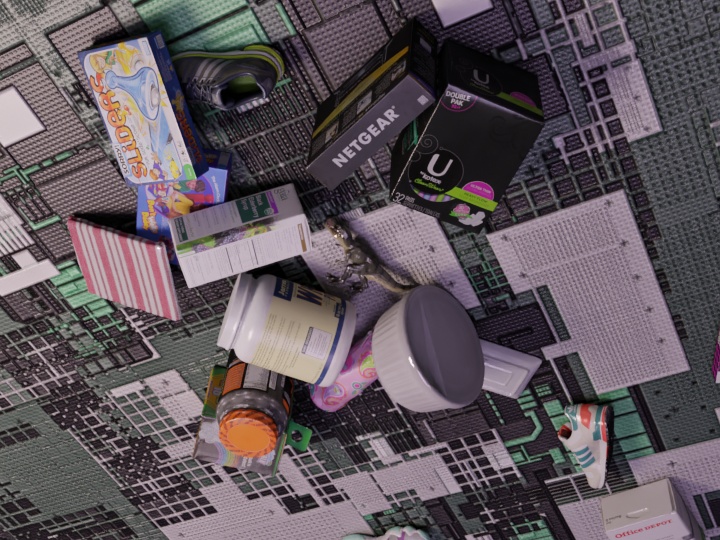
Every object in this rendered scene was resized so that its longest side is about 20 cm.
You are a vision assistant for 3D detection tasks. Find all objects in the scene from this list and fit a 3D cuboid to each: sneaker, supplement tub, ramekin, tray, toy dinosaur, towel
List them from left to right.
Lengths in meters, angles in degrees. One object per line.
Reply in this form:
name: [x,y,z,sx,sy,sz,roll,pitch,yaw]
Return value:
towel: [-0.372,-0.006,1.579,0.197,0.030,0.148,15,133,24]
sneaker: [-0.204,-0.257,1.366,0.197,0.082,0.075,-9,128,14]
supplement tub: [-0.174,0.204,1.665,0.120,0.202,0.124,3,131,3]
supplement tub: [-0.119,0.092,1.605,0.197,0.146,0.146,19,129,-10]
toy dinosaur: [0.000,0.000,1.584,0.088,0.048,0.199,-38,121,23]
sneaker: [0.047,0.599,2.007,0.197,0.141,0.078,-16,126,19]
ramekin: [0.102,0.132,1.588,0.094,0.204,0.202,-26,123,36]
tray: [0.203,0.165,1.713,0.197,0.022,0.108,18,128,-9]
sneaker: [0.405,0.311,1.795,0.092,0.071,0.202,9,134,21]

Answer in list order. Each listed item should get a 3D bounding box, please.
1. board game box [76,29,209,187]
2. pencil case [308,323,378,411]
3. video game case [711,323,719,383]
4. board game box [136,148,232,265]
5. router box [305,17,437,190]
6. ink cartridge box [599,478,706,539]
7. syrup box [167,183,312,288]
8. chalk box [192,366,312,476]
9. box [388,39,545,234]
board game box: [-0.301,-0.220,1.380,0.134,0.034,0.203,-3,115,32]
pencil case: [-0.002,0.160,1.687,0.087,0.088,0.199,37,124,-23]
video game case: [0.670,0.098,1.602,0.178,0.036,0.202,-2,129,6]
board game box: [-0.273,-0.097,1.529,0.132,0.045,0.202,11,130,-3]
router box: [0.016,-0.222,1.325,0.052,0.158,0.199,37,124,-23]
ink cartridge box: [0.569,0.506,1.916,0.144,0.085,0.201,-24,124,22]
syrup box: [-0.178,-0.053,1.489,0.197,0.079,0.082,-18,136,-7]
chalk box: [-0.186,0.273,1.776,0.197,0.125,0.126,13,129,-7]
box: [0.142,-0.181,1.367,0.147,0.125,0.201,19,128,-12]
